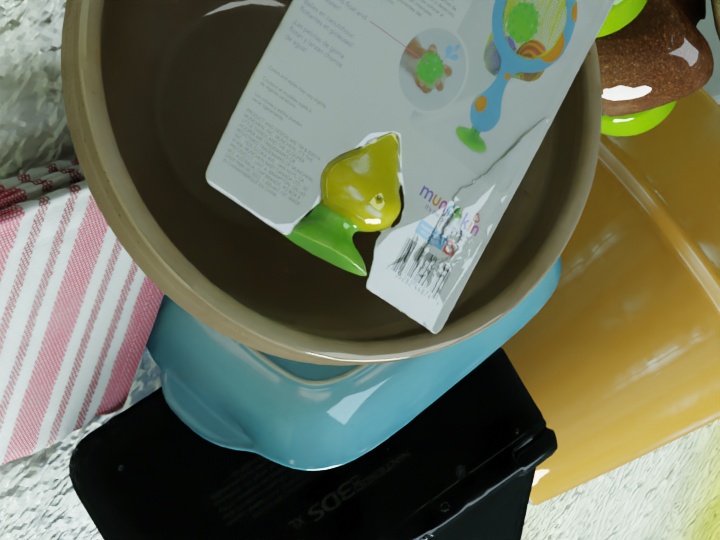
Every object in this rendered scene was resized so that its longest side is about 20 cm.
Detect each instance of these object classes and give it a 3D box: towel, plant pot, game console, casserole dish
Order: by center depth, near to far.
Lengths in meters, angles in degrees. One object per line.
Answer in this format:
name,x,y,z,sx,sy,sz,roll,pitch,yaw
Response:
plant pot,-0.021,-0.062,0.829,0.201,0.201,0.093,-43,-168,-25
towel,-0.141,0.022,0.857,0.200,0.030,0.147,-24,144,-49
casserole dish,0.000,0.000,0.969,0.200,0.121,0.039,-37,154,-31
game console,-0.023,0.108,1.026,0.200,0.176,0.116,-33,-175,-25
plant pot,0.122,0.016,1.171,0.183,0.200,0.200,-36,155,-2

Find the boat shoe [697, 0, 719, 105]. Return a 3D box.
boat shoe,0.211,-0.172,1.227,0.200,0.071,0.064,-56,179,-7

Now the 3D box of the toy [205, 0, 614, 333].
toy,0.024,-0.093,0.773,0.115,0.047,0.200,34,77,-37

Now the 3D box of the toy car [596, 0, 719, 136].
toy car,0.174,-0.146,0.968,0.164,0.200,0.158,47,42,-72
